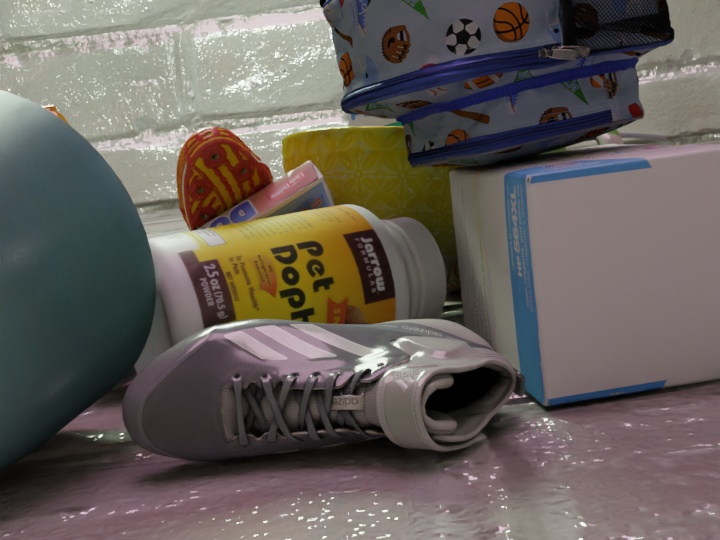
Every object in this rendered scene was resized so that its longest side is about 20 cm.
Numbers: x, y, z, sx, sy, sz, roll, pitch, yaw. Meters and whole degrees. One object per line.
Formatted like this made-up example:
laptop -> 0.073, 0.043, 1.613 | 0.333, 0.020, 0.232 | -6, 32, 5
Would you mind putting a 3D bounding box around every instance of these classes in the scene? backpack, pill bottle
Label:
backpack -> 0.075, -0.142, 0.606 | 0.188, 0.156, 0.200 | -5, -3, -21
pill bottle -> -0.044, 0.019, 0.626 | 0.198, 0.111, 0.109 | -13, 10, -32

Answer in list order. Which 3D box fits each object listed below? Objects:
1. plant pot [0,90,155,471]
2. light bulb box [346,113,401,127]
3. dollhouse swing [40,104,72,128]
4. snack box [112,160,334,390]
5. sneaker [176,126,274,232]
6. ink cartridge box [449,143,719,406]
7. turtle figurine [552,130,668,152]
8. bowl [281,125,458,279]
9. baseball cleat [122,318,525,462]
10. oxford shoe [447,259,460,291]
plant pot -> -0.229, 0.025, 0.494 | 0.198, 0.203, 0.161 | -4, 22, 17
light bulb box -> 0.113, -0.153, 1.116 | 0.196, 0.127, 0.200 | -12, 2, 22
dollhouse swing -> -0.203, -0.034, 0.797 | 0.180, 0.179, 0.199 | -1, 2, -39
snack box -> -0.104, 0.004, 0.672 | 0.199, 0.072, 0.024 | -33, 50, -10
sneaker -> -0.097, -0.048, 0.717 | 0.073, 0.077, 0.200 | -33, -25, -7
ink cartridge box -> 0.136, -0.009, 0.607 | 0.127, 0.127, 0.200 | -8, 9, -8
turtle figurine -> 0.184, -0.079, 0.923 | 0.144, 0.193, 0.201 | -46, 18, 37
bowl -> 0.034, -0.047, 0.774 | 0.197, 0.109, 0.200 | 2, -1, 0
baseball cleat -> -0.016, 0.058, 0.478 | 0.197, 0.071, 0.106 | -10, 8, -16
oxford shoe -> 0.100, -0.001, 0.870 | 0.074, 0.071, 0.200 | -35, 15, -8
